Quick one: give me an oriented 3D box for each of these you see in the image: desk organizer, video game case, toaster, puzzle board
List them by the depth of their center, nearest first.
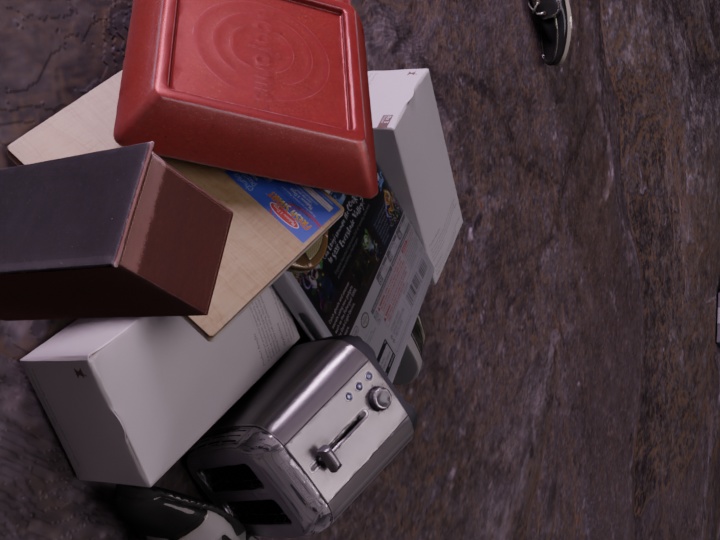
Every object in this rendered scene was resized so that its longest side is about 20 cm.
[{"bbox_3d":[-0.179,-0.015,0.536,0.077,0.197,0.073,37,57,-49],"label":"desk organizer"},{"bbox_3d":[-0.130,-0.062,0.641,0.199,0.017,0.151,41,57,7],"label":"puzzle board"},{"bbox_3d":[-0.057,0.139,0.727,0.129,0.199,0.115,-43,103,-35],"label":"toaster"},{"bbox_3d":[0.000,0.000,0.815,0.183,0.023,0.202,59,38,-31],"label":"video game case"}]

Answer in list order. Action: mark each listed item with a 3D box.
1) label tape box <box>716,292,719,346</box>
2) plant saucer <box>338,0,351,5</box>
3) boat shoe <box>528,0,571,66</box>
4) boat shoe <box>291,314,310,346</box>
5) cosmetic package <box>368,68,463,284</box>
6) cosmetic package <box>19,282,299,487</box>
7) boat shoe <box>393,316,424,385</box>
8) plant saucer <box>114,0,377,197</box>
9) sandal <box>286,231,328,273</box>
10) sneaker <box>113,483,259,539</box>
[{"bbox_3d":[0.982,0.114,2.311,0.144,0.062,0.204,34,60,-48],"label":"label tape box"},{"bbox_3d":[-0.079,-0.272,0.845,0.198,0.036,0.204,10,79,-55],"label":"plant saucer"},{"bbox_3d":[0.287,-0.421,1.380,0.066,0.072,0.204,-11,105,-18],"label":"boat shoe"},{"bbox_3d":[-0.081,-0.014,0.785,0.072,0.071,0.203,-41,120,-49],"label":"boat shoe"},{"bbox_3d":[0.042,-0.096,0.932,0.114,0.080,0.202,-60,142,-43],"label":"cosmetic package"},{"bbox_3d":[-0.143,0.059,0.678,0.200,0.084,0.109,-41,120,-48],"label":"cosmetic package"},{"bbox_3d":[0.015,0.025,0.930,0.202,0.070,0.064,67,29,-27],"label":"boat shoe"},{"bbox_3d":[-0.078,-0.160,0.682,0.196,0.037,0.202,11,52,-19],"label":"plant saucer"},{"bbox_3d":[-0.114,-0.059,0.687,0.054,0.197,0.081,112,4,-57],"label":"sandal"},{"bbox_3d":[-0.129,0.233,0.688,0.201,0.073,0.090,53,50,-43],"label":"sneaker"}]
